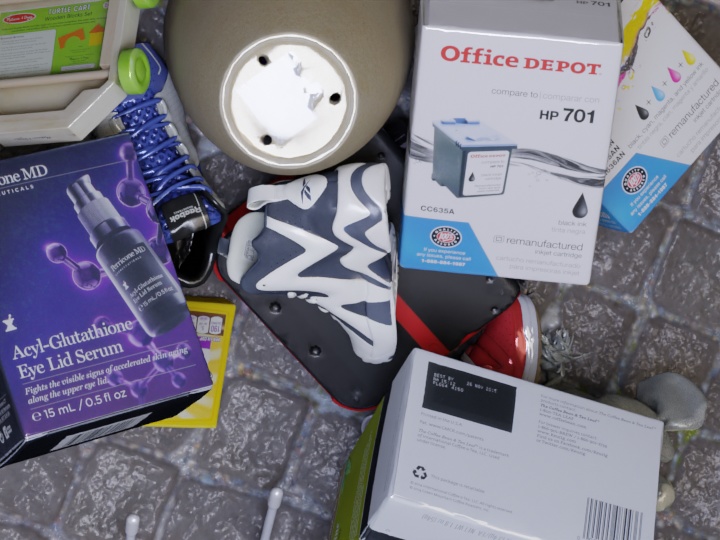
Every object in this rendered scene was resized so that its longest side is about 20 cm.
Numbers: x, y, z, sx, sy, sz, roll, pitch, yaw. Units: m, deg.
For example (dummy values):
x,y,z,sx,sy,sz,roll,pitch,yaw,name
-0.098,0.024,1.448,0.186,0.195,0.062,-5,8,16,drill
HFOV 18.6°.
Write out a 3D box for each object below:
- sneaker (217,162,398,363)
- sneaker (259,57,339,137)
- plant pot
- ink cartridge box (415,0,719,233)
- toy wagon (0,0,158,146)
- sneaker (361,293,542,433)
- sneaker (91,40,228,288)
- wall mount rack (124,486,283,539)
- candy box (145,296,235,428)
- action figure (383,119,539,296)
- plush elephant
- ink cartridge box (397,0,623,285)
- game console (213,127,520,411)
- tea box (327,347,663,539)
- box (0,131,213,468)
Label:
x,y,z,sx,sy,sz,roll,pitch,yaw,name
-0.038,-0.002,1.636,0.129,0.199,0.080,0,57,4,sneaker
-0.102,-0.183,1.660,0.099,0.070,0.200,-40,109,-3,sneaker
-0.051,-0.141,1.540,0.187,0.200,0.188,0,108,-1,plant pot
0.165,-0.156,1.721,0.200,0.145,0.147,44,84,-20,ink cartridge box
-0.218,-0.187,1.585,0.040,0.155,0.201,49,42,-60,toy wagon
0.069,0.106,1.759,0.112,0.071,0.200,9,110,-22,sneaker
-0.144,-0.072,1.638,0.080,0.115,0.200,-20,106,-17,sneaker
-0.122,0.255,1.725,0.199,0.075,0.174,-9,102,-19,wall mount rack
-0.191,0.067,1.671,0.200,0.026,0.103,4,102,-34,candy box
0.088,-0.041,1.756,0.130,0.069,0.200,-39,113,-15,action figure
0.196,0.151,1.780,0.164,0.155,0.201,-16,105,-17,plush elephant
0.107,-0.100,1.599,0.146,0.086,0.200,5,123,1,ink cartridge box
0.000,0.000,1.716,0.177,0.031,0.200,-38,109,11,game console
0.094,0.184,1.637,0.199,0.197,0.134,17,54,-8,tea box
-0.213,0.020,1.559,0.148,0.104,0.200,-16,81,-26,box
